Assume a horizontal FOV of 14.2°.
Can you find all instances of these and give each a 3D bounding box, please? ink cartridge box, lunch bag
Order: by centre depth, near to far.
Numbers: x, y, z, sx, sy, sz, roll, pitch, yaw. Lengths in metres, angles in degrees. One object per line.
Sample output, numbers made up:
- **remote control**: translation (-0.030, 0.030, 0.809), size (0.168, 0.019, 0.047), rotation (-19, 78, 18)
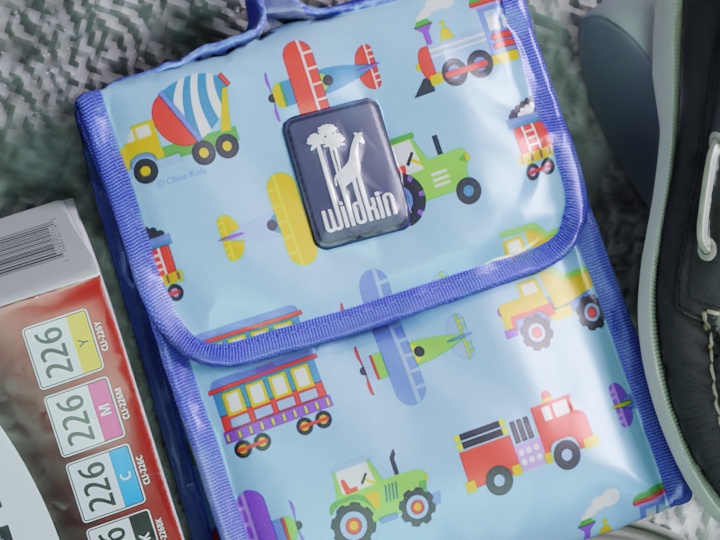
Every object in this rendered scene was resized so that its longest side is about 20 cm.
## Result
- **ink cartridge box**: translation (-0.141, 0.104, 0.912), size (0.175, 0.084, 0.201), rotation (-18, 110, -5)
- **lunch bag**: translation (0.000, 0.000, 0.946), size (0.150, 0.094, 0.201), rotation (-19, 98, -12)

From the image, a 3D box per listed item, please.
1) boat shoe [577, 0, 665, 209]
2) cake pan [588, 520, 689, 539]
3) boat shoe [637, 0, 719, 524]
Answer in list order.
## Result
- **boat shoe**: translation (0.149, -0.025, 0.997), size (0.068, 0.074, 0.200), rotation (-42, 107, -14)
- **cake pan**: translation (0.073, 0.187, 1.048), size (0.199, 0.037, 0.201), rotation (-5, 106, -19)
- **boat shoe**: translation (0.134, -0.017, 0.914), size (0.074, 0.060, 0.201), rotation (4, 84, -26)
